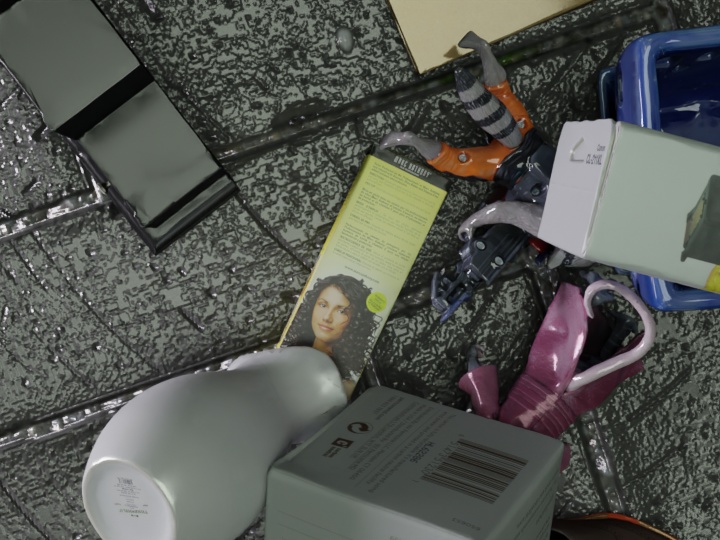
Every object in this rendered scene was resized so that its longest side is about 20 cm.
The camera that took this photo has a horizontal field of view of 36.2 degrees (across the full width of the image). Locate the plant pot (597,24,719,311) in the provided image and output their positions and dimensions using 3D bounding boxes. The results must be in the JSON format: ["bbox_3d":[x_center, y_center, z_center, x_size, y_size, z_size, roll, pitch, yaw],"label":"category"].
[{"bbox_3d":[0.288,-0.084,0.851,0.200,0.180,0.200,-6,95,-3],"label":"plant pot"}]

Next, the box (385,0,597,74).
[{"bbox_3d":[0.107,-0.273,0.908,0.200,0.021,0.164,-23,95,-2],"label":"box"}]

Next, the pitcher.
[{"bbox_3d":[-0.128,0.129,0.817,0.171,0.200,0.121,-6,106,31],"label":"pitcher"}]

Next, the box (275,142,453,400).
[{"bbox_3d":[0.000,0.000,0.906,0.075,0.050,0.200,24,92,-5],"label":"box"}]

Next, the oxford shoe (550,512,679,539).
[{"bbox_3d":[0.185,0.242,0.920,0.200,0.073,0.071,8,93,-4],"label":"oxford shoe"}]

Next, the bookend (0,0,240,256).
[{"bbox_3d":[-0.187,-0.113,0.814,0.092,0.199,0.200,-38,96,-2],"label":"bookend"}]

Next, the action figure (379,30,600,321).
[{"bbox_3d":[0.111,-0.061,0.846,0.193,0.105,0.200,40,64,-11],"label":"action figure"}]

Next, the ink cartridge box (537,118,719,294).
[{"bbox_3d":[0.225,-0.029,0.689,0.200,0.146,0.083,14,96,-3],"label":"ink cartridge box"}]

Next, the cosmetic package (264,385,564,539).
[{"bbox_3d":[0.037,0.222,0.815,0.166,0.167,0.200,14,112,25],"label":"cosmetic package"}]

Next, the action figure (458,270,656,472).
[{"bbox_3d":[0.153,0.109,0.875,0.134,0.149,0.200,41,85,-8],"label":"action figure"}]
